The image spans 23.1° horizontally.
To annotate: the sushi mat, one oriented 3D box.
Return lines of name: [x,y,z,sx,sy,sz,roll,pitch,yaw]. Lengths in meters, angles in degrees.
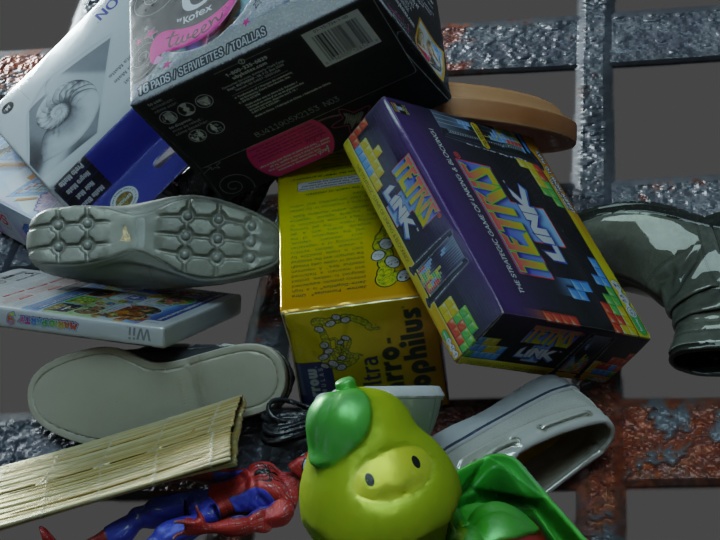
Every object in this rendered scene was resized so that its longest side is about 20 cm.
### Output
sushi mat: [-0.174,0.135,1.208,0.199,0.012,0.096,-17,23,10]

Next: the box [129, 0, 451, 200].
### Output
box: [-0.054,-0.164,1.288,0.199,0.132,0.115,-23,49,19]

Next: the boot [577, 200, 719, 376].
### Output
boot: [0.228,0.017,1.276,0.198,0.068,0.131,-2,46,11]

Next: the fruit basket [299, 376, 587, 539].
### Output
fruit basket: [0.029,0.170,1.028,0.214,0.217,0.156,-24,41,-16]

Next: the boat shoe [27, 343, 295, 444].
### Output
boat shoe: [-0.143,0.088,1.287,0.198,0.073,0.063,-7,-4,12]

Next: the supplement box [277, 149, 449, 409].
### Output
supplement box: [0.000,0.000,1.305,0.109,0.109,0.201,-8,40,3]

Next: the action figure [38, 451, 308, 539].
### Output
action figure: [-0.114,0.163,1.187,0.199,0.052,0.066,-18,35,-12]

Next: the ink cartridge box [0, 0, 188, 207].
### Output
ink cartridge box: [-0.194,-0.144,1.447,0.200,0.041,0.200,-46,47,-4]

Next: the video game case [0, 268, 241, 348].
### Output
video game case: [-0.208,0.027,1.334,0.198,0.018,0.143,6,10,19]

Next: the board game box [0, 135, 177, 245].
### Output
board game box: [-0.243,-0.101,1.527,0.199,0.041,0.200,26,52,36]

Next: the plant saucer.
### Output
plant saucer: [0.072,-0.121,1.391,0.199,0.033,0.200,5,-3,0]

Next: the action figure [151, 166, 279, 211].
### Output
action figure: [-0.092,-0.088,1.442,0.118,0.102,0.201,22,74,22]

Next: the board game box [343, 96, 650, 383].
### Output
board game box: [0.096,-0.021,1.242,0.165,0.057,0.201,11,42,-45]

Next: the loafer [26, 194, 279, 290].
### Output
loafer: [-0.154,-0.019,1.348,0.198,0.070,0.071,4,79,8]

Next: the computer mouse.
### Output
computer mouse: [0.001,0.101,1.154,0.109,0.044,0.200,1,-6,-12]

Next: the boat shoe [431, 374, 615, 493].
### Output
boat shoe: [0.086,0.141,1.156,0.199,0.071,0.070,-28,41,-29]
